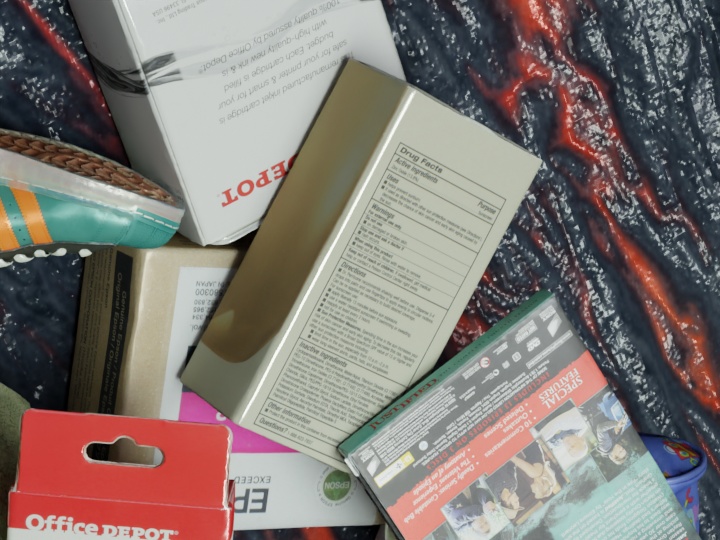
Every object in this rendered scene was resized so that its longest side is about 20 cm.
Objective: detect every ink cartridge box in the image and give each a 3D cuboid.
[{"bbox_3d":[-0.071,-0.137,1.462,0.146,0.086,0.200,-29,118,-21],"label":"ink cartridge box"},{"bbox_3d":[-0.126,0.169,1.421,0.116,0.067,0.201,5,97,0],"label":"ink cartridge box"},{"bbox_3d":[-0.060,0.060,1.530,0.199,0.075,0.165,0,102,-31],"label":"ink cartridge box"}]

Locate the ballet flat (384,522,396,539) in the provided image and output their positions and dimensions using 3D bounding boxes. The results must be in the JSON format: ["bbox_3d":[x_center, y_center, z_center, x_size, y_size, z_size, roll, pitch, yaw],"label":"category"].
[{"bbox_3d":[0.054,0.185,1.539,0.068,0.072,0.201,-31,105,-45],"label":"ballet flat"}]

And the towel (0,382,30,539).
[{"bbox_3d":[-0.238,0.116,1.404,0.148,0.036,0.200,34,46,-31],"label":"towel"}]

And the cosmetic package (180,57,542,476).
[{"bbox_3d":[0.000,0.000,1.454,0.105,0.071,0.200,28,92,-35],"label":"cosmetic package"}]

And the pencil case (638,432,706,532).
[{"bbox_3d":[0.152,0.195,1.573,0.087,0.078,0.201,-12,110,-51],"label":"pencil case"}]

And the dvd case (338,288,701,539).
[{"bbox_3d":[0.094,0.131,1.479,0.146,0.022,0.200,-38,112,-11],"label":"dvd case"}]

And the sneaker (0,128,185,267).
[{"bbox_3d":[-0.195,-0.030,1.418,0.199,0.071,0.080,13,104,-12],"label":"sneaker"}]

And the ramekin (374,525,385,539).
[{"bbox_3d":[0.111,0.197,1.655,0.200,0.098,0.201,-9,108,-28],"label":"ramekin"}]
